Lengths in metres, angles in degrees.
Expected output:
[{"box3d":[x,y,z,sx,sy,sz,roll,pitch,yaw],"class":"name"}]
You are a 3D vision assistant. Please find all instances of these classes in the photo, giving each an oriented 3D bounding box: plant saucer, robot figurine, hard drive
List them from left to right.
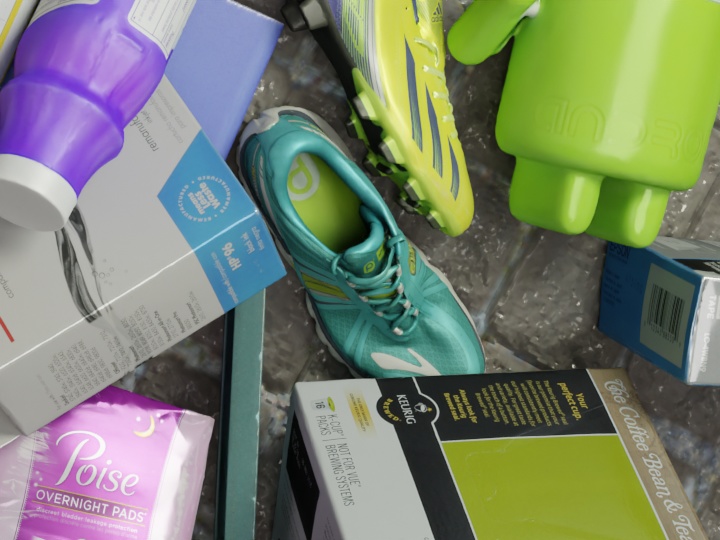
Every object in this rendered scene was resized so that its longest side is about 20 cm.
[{"box3d":[-0.141,-0.067,1.290,0.132,0.025,0.200,23,94,-17],"class":"hard drive"},{"box3d":[-0.067,0.094,1.315,0.019,0.070,0.200,2,99,-9],"class":"plant saucer"},{"box3d":[0.140,-0.117,1.305,0.175,0.116,0.200,10,95,-23],"class":"robot figurine"}]

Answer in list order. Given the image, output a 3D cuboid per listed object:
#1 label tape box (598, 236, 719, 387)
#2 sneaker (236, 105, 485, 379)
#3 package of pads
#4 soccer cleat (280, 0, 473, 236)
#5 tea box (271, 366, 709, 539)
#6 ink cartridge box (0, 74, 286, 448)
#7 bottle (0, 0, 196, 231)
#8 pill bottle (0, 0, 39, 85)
[{"box3d":[0.251,0.025,1.345,0.200,0.143,0.066,2,100,-15],"class":"label tape box"},{"box3d":[0.000,0.000,1.310,0.077,0.080,0.200,-39,107,-5],"class":"sneaker"},{"box3d":[-0.154,0.157,1.260,0.120,0.076,0.200,16,73,-15],"class":"package of pads"},{"box3d":[0.022,-0.112,1.306,0.084,0.065,0.200,-33,107,-14],"class":"soccer cleat"},{"box3d":[0.070,0.164,1.277,0.196,0.200,0.134,-2,126,-13],"class":"tea box"},{"box3d":[-0.155,-0.001,1.220,0.200,0.116,0.068,-32,149,-7],"class":"ink cartridge box"},{"box3d":[-0.129,-0.114,1.194,0.065,0.083,0.200,35,60,-25],"class":"bottle"},{"box3d":[-0.216,-0.152,1.211,0.112,0.112,0.200,24,93,-17],"class":"pill bottle"}]
